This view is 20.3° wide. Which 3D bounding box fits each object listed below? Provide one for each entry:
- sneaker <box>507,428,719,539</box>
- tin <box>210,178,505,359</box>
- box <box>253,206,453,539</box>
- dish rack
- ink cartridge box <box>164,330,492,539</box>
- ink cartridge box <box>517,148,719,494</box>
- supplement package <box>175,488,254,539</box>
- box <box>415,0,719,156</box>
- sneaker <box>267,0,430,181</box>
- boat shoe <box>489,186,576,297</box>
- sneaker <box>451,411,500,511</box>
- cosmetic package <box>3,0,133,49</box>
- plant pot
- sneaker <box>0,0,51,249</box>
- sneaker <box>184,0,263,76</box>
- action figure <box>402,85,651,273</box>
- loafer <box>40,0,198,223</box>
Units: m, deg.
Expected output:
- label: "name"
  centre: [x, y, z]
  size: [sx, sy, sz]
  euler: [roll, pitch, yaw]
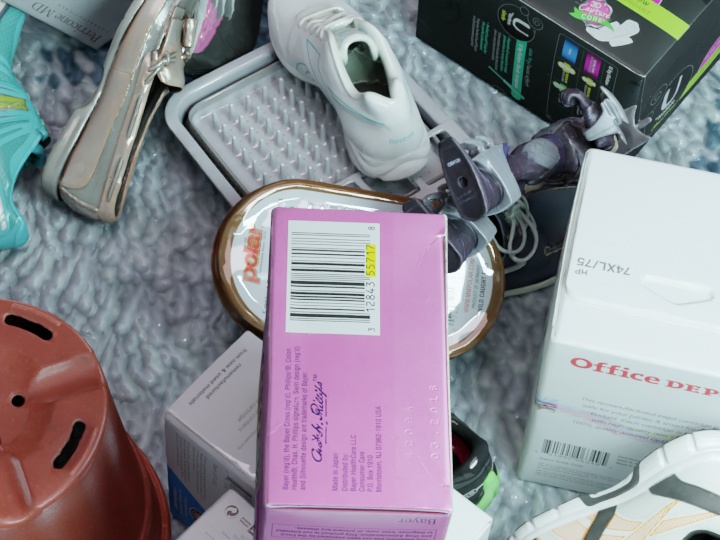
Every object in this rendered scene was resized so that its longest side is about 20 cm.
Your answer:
- label: "sneaker"
  centre: [0.163, 0.177, 1.251]
  size: [0.074, 0.200, 0.080]
  euler: [26, 38, -39]
- label: "tin"
  centre: [0.000, 0.000, 1.350]
  size: [0.199, 0.042, 0.113]
  euler: [8, 81, -9]
- label: "box"
  centre: [-0.008, 0.093, 1.102]
  size: [0.096, 0.200, 0.177]
  euler: [2, 59, -3]
- label: "dish rack"
  centre: [-0.029, -0.086, 1.452]
  size: [0.171, 0.044, 0.200]
  euler: [-29, 55, -16]
- label: "ink cartridge box"
  centre: [-0.024, 0.155, 1.267]
  size: [0.200, 0.147, 0.086]
  euler: [35, 63, 16]
- label: "ink cartridge box"
  centre: [0.193, 0.046, 1.307]
  size: [0.146, 0.200, 0.147]
  euler: [12, 60, 4]
- label: "supplement package"
  centre: [-0.093, 0.271, 1.195]
  size: [0.152, 0.151, 0.200]
  euler: [40, 66, 18]
- label: "box"
  centre: [0.163, -0.204, 1.495]
  size: [0.200, 0.125, 0.149]
  euler: [34, 65, 18]
- label: "sneaker"
  centre: [-0.009, -0.155, 1.428]
  size: [0.070, 0.080, 0.201]
  euler: [-25, 52, -13]
- label: "boat shoe"
  centre: [0.091, -0.023, 1.423]
  size: [0.199, 0.062, 0.075]
  euler: [-18, 61, -12]
- label: "sneaker"
  centre: [0.005, 0.093, 1.340]
  size: [0.199, 0.084, 0.077]
  euler: [23, 61, 10]
- label: "cosmetic package"
  centre: [-0.163, -0.253, 1.464]
  size: [0.200, 0.101, 0.074]
  euler: [-33, 54, 28]
- label: "plant pot"
  centre: [-0.222, 0.128, 1.247]
  size: [0.200, 0.196, 0.202]
  euler: [1, 60, -2]
- label: "sneaker"
  centre: [-0.264, -0.103, 1.461]
  size: [0.079, 0.078, 0.201]
  euler: [10, 66, -13]
- label: "sneaker"
  centre: [-0.124, -0.234, 1.542]
  size: [0.086, 0.080, 0.201]
  euler: [-4, 59, 22]
- label: "action figure"
  centre: [0.111, -0.072, 1.324]
  size: [0.200, 0.130, 0.070]
  euler: [-29, 82, -49]
- label: "loafer"
  centre: [-0.154, -0.128, 1.443]
  size: [0.063, 0.072, 0.201]
  euler: [30, 92, 13]
